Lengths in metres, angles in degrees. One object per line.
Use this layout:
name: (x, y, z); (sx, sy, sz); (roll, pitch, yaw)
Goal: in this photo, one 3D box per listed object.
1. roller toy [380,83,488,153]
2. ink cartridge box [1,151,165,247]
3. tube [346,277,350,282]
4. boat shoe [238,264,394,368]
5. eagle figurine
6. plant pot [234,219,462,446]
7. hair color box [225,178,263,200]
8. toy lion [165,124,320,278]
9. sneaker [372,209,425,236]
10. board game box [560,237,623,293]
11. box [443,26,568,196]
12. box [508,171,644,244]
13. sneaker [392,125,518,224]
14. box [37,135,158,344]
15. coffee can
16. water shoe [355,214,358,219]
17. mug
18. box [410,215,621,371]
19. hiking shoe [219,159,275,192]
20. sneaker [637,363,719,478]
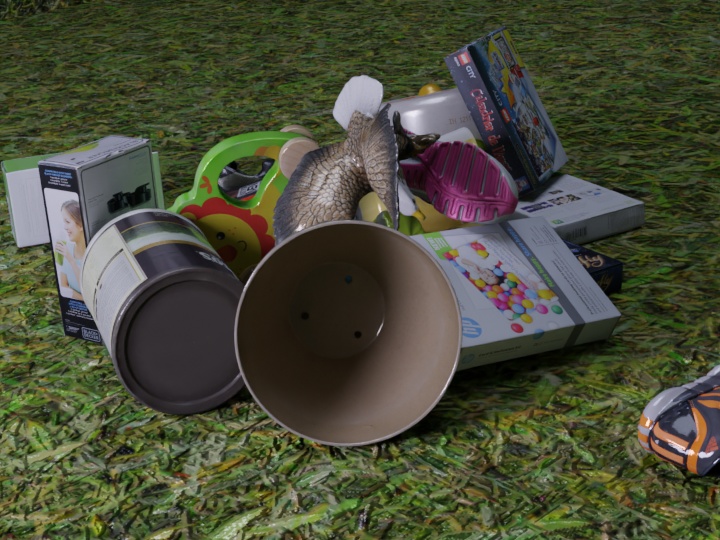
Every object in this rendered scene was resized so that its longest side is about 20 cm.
roller toy: (0.102, -0.182, 1.764); (0.200, 0.140, 0.182); (-5, 10, 35)
ink cartridge box: (-0.366, -0.103, 1.729); (0.199, 0.104, 0.059); (-11, 23, -17)
tube: (0.000, 0.000, 1.501); (0.200, 0.051, 0.077); (14, 37, 23)
boat shoe: (-0.034, 0.050, 1.328); (0.200, 0.074, 0.066); (27, -4, 26)
eagle figurine: (0.007, -0.098, 1.314); (0.151, 0.152, 0.200); (19, 28, 19)
plant pot: (-0.015, 0.047, 1.199); (0.200, 0.201, 0.134); (-5, 9, -4)
hair color box: (-0.164, -0.054, 1.549); (0.200, 0.061, 0.102); (-21, 13, 2)
toy lion: (-0.135, -0.050, 1.425); (0.191, 0.201, 0.069); (-6, 25, -9)
sneaker: (0.049, 0.035, 1.378); (0.076, 0.105, 0.200); (6, 46, -22)
board game box: (0.171, 0.007, 1.440); (0.200, 0.035, 0.135); (-15, 26, -34)
box: (0.191, -0.206, 1.687); (0.038, 0.200, 0.137); (-21, 9, 34)
box: (0.245, -0.082, 1.677); (0.144, 0.036, 0.200); (-15, 25, -26)
sneaker: (0.104, -0.100, 1.409); (0.088, 0.082, 0.200); (15, 11, -44)
box: (-0.274, -0.036, 1.413); (0.060, 0.201, 0.117); (11, 26, 32)
coffee can: (-0.191, 0.035, 1.294); (0.146, 0.147, 0.200); (-11, 23, -18)
water shoe: (0.016, -0.065, 1.653); (0.199, 0.072, 0.079); (1, 50, 7)
mug: (0.073, -0.083, 1.543); (0.153, 0.150, 0.187); (-15, -7, -3)
box: (0.140, 0.019, 1.318); (0.200, 0.041, 0.156); (-10, 48, -28)
hiking shoe: (-0.181, -0.093, 1.638); (0.199, 0.101, 0.076); (-13, -3, 2)
sneaker: (0.341, 0.124, 1.103); (0.200, 0.078, 0.112); (-27, 34, -25)
